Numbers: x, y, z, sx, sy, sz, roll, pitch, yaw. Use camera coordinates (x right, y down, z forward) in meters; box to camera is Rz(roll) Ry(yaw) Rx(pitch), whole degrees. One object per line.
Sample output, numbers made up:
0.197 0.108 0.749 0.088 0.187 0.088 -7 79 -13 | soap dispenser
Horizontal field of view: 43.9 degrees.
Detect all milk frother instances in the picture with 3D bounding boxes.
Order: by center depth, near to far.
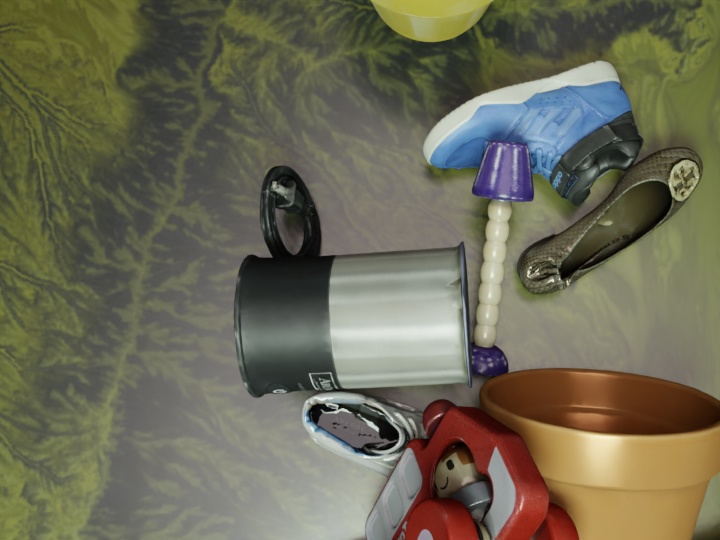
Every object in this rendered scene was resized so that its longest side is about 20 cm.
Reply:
0.000 0.000 0.768 0.183 0.180 0.205 -3 86 7 | milk frother

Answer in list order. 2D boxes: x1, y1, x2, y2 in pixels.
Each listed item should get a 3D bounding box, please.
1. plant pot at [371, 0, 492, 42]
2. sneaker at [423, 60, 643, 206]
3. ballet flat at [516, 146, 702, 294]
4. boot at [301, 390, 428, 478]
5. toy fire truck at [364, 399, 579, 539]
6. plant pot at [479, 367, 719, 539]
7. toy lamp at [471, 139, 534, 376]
0.066 -0.308 0.808 0.195 0.189 0.206 -1 81 5 | plant pot
0.163 -0.109 0.823 0.196 0.077 0.113 -18 70 -5 | sneaker
0.231 -0.041 0.812 0.198 0.046 0.068 -33 114 1 | ballet flat
0.039 0.156 0.780 0.195 0.096 0.075 15 82 7 | boot
0.064 0.191 0.670 0.110 0.169 0.203 8 123 -25 | toy fire truck
0.192 0.171 0.730 0.195 0.200 0.144 2 98 5 | plant pot
0.120 -0.012 0.794 0.057 0.058 0.205 5 101 5 | toy lamp
